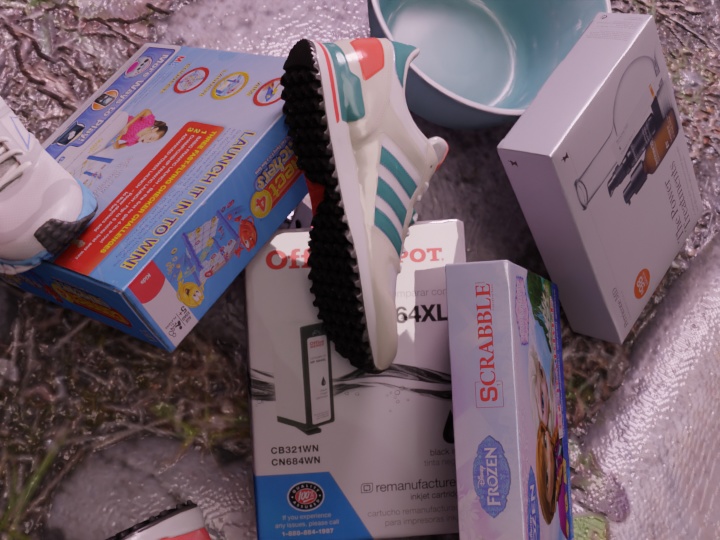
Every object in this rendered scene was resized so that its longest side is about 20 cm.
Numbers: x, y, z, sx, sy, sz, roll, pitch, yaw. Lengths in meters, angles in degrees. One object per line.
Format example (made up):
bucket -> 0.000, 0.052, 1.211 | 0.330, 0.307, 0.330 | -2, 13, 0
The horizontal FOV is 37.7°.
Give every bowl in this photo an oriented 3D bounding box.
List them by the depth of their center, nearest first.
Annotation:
bowl -> 0.086, -0.194, 0.839 | 0.200, 0.105, 0.202 | 5, 72, -15

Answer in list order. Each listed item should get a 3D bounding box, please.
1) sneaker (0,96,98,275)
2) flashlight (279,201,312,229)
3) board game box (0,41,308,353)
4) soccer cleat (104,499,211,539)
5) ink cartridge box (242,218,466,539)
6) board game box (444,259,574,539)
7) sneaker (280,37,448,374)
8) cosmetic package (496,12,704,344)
sneaker -> -0.230, -0.068, 0.647 | 0.075, 0.200, 0.087 | -39, 131, -13
flashlight -> 0.000, 0.000, 0.772 | 0.199, 0.068, 0.068 | 25, 70, -9
board game box -> -0.133, -0.060, 0.689 | 0.200, 0.195, 0.056 | -51, 134, -23
soccer cleat -> -0.159, 0.203, 0.623 | 0.200, 0.068, 0.074 | -17, 79, -53
ink cartridge box -> -0.003, 0.069, 0.699 | 0.145, 0.084, 0.201 | -4, 90, -5
board game box -> 0.102, 0.102, 0.686 | 0.041, 0.199, 0.201 | -5, 84, 18
sneaker -> 0.016, -0.041, 0.627 | 0.093, 0.070, 0.201 | -13, 98, -25
cosmetic package -> 0.188, -0.066, 0.794 | 0.151, 0.052, 0.200 | -51, 133, -22
